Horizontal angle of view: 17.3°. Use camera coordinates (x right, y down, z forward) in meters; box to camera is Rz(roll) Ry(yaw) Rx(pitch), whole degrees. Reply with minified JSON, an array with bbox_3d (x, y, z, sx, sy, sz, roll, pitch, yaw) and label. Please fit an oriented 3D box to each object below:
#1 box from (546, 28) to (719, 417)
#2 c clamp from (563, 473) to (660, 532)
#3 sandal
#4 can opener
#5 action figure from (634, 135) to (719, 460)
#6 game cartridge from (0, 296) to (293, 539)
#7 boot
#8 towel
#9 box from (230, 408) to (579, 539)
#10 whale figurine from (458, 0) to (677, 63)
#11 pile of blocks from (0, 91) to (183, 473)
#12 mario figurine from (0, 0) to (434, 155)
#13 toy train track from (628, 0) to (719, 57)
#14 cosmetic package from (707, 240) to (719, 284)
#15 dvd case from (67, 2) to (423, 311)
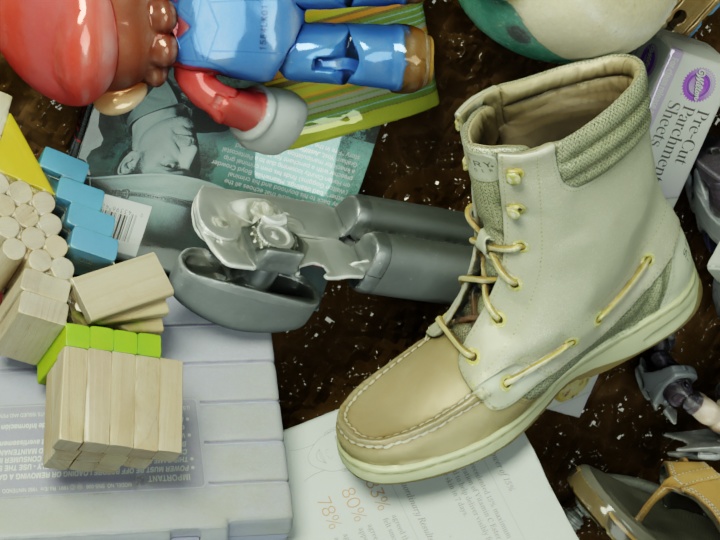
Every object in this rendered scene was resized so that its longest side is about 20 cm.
[{"bbox_3d":[0.126,-0.023,1.189,0.041,0.039,0.201,15,109,-23],"label":"box"},{"bbox_3d":[0.096,0.180,1.264,0.200,0.027,0.171,-40,115,-2],"label":"c clamp"},{"bbox_3d":[0.182,0.131,1.221,0.199,0.082,0.055,23,106,-35],"label":"sandal"},{"bbox_3d":[0.000,0.000,1.153,0.199,0.053,0.067,9,129,-32],"label":"can opener"},{"bbox_3d":[0.208,0.022,1.229,0.129,0.069,0.201,-15,115,-19],"label":"action figure"},{"bbox_3d":[-0.136,0.073,1.113,0.199,0.038,0.130,-1,65,-12],"label":"game cartridge"},{"bbox_3d":[0.061,-0.001,1.097,0.199,0.072,0.155,-30,133,-11],"label":"boot"},{"bbox_3d":[-0.019,-0.161,1.107,0.086,0.018,0.201,-16,110,-15],"label":"towel"},{"bbox_3d":[-0.004,0.147,1.157,0.199,0.125,0.098,-20,143,-9],"label":"box"},{"bbox_3d":[0.069,-0.185,1.090,0.200,0.103,0.160,49,56,-30],"label":"whale figurine"},{"bbox_3d":[-0.142,0.009,1.099,0.082,0.062,0.201,-15,73,-32],"label":"pile of blocks"},{"bbox_3d":[-0.070,-0.124,1.073,0.199,0.106,0.124,-1,74,-8],"label":"mario figurine"},{"bbox_3d":[0.178,-0.159,1.181,0.115,0.033,0.200,37,100,-30],"label":"toy train track"},{"bbox_3d":[0.268,-0.050,1.164,0.108,0.085,0.201,46,65,-34],"label":"cosmetic package"},{"bbox_3d":[-0.055,-0.091,1.137,0.145,0.022,0.201,14,102,-20],"label":"dvd case"}]
